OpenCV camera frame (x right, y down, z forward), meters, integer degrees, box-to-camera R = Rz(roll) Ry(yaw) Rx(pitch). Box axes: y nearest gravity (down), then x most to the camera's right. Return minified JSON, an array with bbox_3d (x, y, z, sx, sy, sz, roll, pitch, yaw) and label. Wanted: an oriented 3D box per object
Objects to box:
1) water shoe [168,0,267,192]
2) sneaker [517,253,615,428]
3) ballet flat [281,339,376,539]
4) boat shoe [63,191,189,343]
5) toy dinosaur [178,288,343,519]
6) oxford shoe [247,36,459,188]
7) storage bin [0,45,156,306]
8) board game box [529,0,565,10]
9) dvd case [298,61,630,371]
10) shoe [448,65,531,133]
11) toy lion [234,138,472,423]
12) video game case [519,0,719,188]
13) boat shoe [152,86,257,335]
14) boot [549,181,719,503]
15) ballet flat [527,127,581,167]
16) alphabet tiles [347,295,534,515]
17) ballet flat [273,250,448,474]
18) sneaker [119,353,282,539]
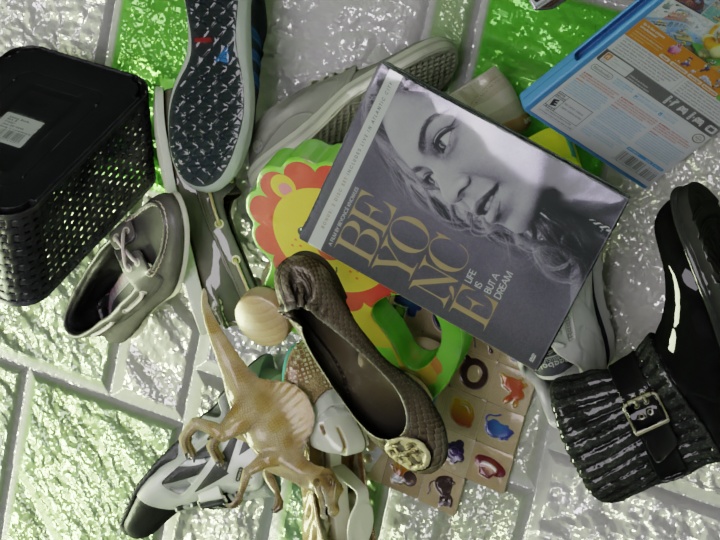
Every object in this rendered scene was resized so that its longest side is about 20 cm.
[{"bbox_3d":[-0.098,-0.160,1.790,0.071,0.079,0.201,9,98,25],"label":"water shoe"},{"bbox_3d":[0.136,0.021,1.675,0.076,0.081,0.200,-5,126,30],"label":"sneaker"},{"bbox_3d":[-0.016,0.152,1.809,0.065,0.070,0.201,12,115,52],"label":"ballet flat"},{"bbox_3d":[-0.186,0.005,1.827,0.200,0.057,0.067,-54,51,54],"label":"boat shoe"},{"bbox_3d":[-0.086,0.116,1.787,0.101,0.058,0.200,-36,84,17],"label":"toy dinosaur"},{"bbox_3d":[-0.012,-0.129,1.767,0.200,0.075,0.058,-32,59,26],"label":"oxford shoe"},{"bbox_3d":[-0.264,-0.078,1.807,0.135,0.200,0.094,18,133,21],"label":"storage bin"},{"bbox_3d":[0.175,-0.285,1.594,0.200,0.035,0.127,-31,81,30],"label":"board game box"},{"bbox_3d":[0.071,-0.038,1.633,0.200,0.016,0.149,29,114,7],"label":"dvd case"},{"bbox_3d":[0.031,-0.097,1.748,0.199,0.070,0.054,-22,103,18],"label":"shoe"},{"bbox_3d":[0.000,0.000,1.728,0.200,0.069,0.192,32,134,5],"label":"toy lion"},{"bbox_3d":[0.230,-0.148,1.617,0.200,0.143,0.018,-39,43,26],"label":"video game case"},{"bbox_3d":[-0.122,-0.053,1.833,0.060,0.072,0.202,-13,84,-1],"label":"boat shoe"},{"bbox_3d":[0.203,0.055,1.627,0.157,0.079,0.212,-15,96,25],"label":"boot"},{"bbox_3d":[0.086,-0.054,1.734,0.200,0.067,0.067,-25,57,38],"label":"ballet flat"},{"bbox_3d":[0.056,0.084,1.807,0.166,0.006,0.201,21,108,20],"label":"alphabet tiles"},{"bbox_3d":[-0.003,0.076,1.712,0.067,0.046,0.200,-23,107,34],"label":"ballet flat"},{"bbox_3d":[-0.114,0.166,1.864,0.089,0.074,0.200,46,111,6],"label":"sneaker"}]
